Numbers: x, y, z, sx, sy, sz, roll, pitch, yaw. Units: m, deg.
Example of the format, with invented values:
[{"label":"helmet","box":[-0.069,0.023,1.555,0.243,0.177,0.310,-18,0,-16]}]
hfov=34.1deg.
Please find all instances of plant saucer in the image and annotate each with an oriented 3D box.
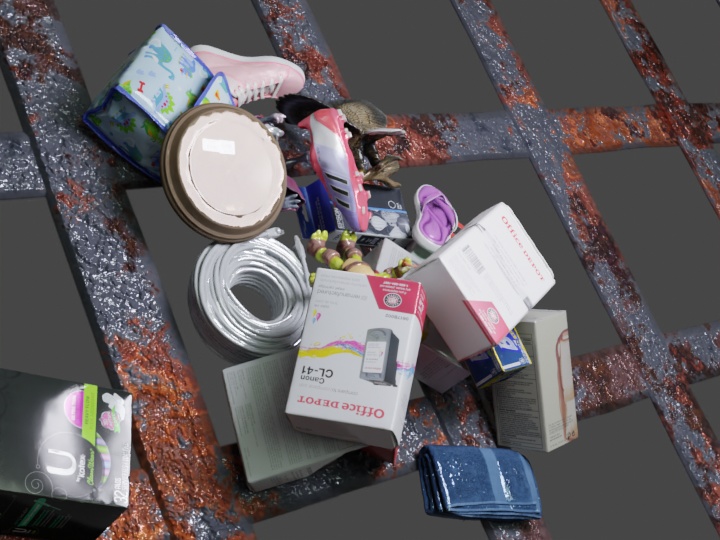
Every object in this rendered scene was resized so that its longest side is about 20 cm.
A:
[{"label":"plant saucer","box":[-0.185,-0.139,1.636,0.198,0.029,0.203,8,76,-32]}]

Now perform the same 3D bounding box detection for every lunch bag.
[{"label":"lunch bag","box":[-0.272,-0.225,1.706,0.200,0.127,0.171,44,44,-20]}]

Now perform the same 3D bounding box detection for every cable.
[{"label":"cable","box":[-0.151,0.041,1.649,0.198,0.069,0.202,-3,64,-37]}]

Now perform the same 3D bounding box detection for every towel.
[{"label":"towel","box":[0.178,0.312,1.729,0.198,0.049,0.113,9,55,-32]}]

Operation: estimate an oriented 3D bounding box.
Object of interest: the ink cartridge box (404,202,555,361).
[{"label":"ink cartridge box","box":[0.172,0.013,1.660,0.146,0.085,0.200,56,44,-4]}]

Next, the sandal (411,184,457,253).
[{"label":"sandal","box":[0.129,-0.091,1.922,0.082,0.050,0.203,32,29,-13]}]

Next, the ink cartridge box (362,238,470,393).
[{"label":"ink cartridge box","box":[0.081,0.070,1.782,0.199,0.086,0.149,33,46,-17]}]

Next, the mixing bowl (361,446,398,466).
[{"label":"mixing bowl","box":[0.011,0.161,1.627,0.107,0.201,0.202,9,50,3]}]

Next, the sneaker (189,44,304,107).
[{"label":"sneaker","box":[-0.179,-0.284,1.842,0.198,0.076,0.106,8,52,-24]}]

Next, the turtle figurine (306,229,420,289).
[{"label":"turtle figurine","box":[0.000,0.000,1.683,0.198,0.065,0.161,-13,36,-23]}]

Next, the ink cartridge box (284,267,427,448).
[{"label":"ink cartridge box","box":[-0.004,0.110,1.503,0.146,0.086,0.202,8,67,11]}]

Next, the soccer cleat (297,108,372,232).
[{"label":"soccer cleat","box":[-0.037,-0.146,1.760,0.067,0.076,0.202,31,43,-74]}]

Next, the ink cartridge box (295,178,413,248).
[{"label":"ink cartridge box","box":[-0.012,-0.092,1.866,0.198,0.039,0.100,3,60,-35]}]

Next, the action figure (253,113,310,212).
[{"label":"action figure","box":[-0.149,-0.159,1.789,0.134,0.148,0.201,52,16,-39]}]

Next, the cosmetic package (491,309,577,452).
[{"label":"cosmetic package","box":[0.262,0.165,1.795,0.087,0.103,0.203,-15,102,-44]}]

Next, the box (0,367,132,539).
[{"label":"box","box":[-0.373,0.210,1.326,0.198,0.124,0.150,15,52,-28]}]

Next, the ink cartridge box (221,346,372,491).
[{"label":"ink cartridge box","box":[-0.071,0.184,1.551,0.198,0.057,0.164,-15,66,-5]}]

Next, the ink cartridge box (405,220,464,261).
[{"label":"ink cartridge box","box":[0.154,-0.021,1.938,0.160,0.050,0.201,35,48,-13]}]

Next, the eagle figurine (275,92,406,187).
[{"label":"eagle figurine","box":[-0.027,-0.220,1.869,0.150,0.152,0.201,-28,70,-10]}]

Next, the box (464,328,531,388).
[{"label":"box","box":[0.172,0.068,1.738,0.070,0.064,0.202,-9,68,-43]}]
